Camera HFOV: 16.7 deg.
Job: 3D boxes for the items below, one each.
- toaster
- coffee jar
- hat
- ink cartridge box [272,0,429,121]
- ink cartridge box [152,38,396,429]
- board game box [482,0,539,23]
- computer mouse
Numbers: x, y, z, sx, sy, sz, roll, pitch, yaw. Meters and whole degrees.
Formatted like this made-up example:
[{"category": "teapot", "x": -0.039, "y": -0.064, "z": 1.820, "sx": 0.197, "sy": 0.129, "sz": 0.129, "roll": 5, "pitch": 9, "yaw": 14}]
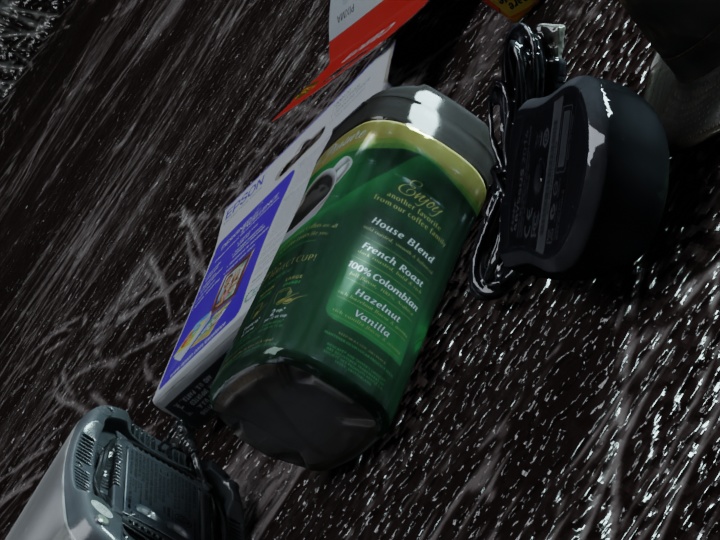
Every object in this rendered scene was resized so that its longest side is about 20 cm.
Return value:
[{"category": "toaster", "x": -0.137, "y": 0.164, "z": 1.314, "sx": 0.129, "sy": 0.114, "sz": 0.200, "roll": -53, "pitch": 17, "yaw": 16}, {"category": "coffee jar", "x": 0.000, "y": 0.000, "z": 1.290, "sx": 0.104, "sy": 0.085, "sz": 0.200, "roll": -37, "pitch": 24, "yaw": 55}, {"category": "hat", "x": 0.162, "y": -0.149, "z": 1.119, "sx": 0.201, "sy": 0.081, "sz": 0.201, "roll": -49, "pitch": 18, "yaw": 21}, {"category": "ink cartridge box", "x": 0.018, "y": -0.199, "z": 1.650, "sx": 0.200, "sy": 0.047, "sz": 0.160, "roll": -49, "pitch": 10, "yaw": -32}, {"category": "ink cartridge box", "x": -0.039, "y": -0.023, "z": 1.532, "sx": 0.198, "sy": 0.043, "sz": 0.200, "roll": -43, "pitch": 21, "yaw": 37}, {"category": "board game box", "x": 0.089, "y": -0.317, "z": 1.461, "sx": 0.200, "sy": 0.200, "sz": 0.200, "roll": -44, "pitch": 19, "yaw": 36}, {"category": "computer mouse", "x": 0.101, "y": -0.045, "z": 1.120, "sx": 0.200, "sy": 0.053, "sz": 0.139, "roll": -158, "pitch": 77, "yaw": -79}]
